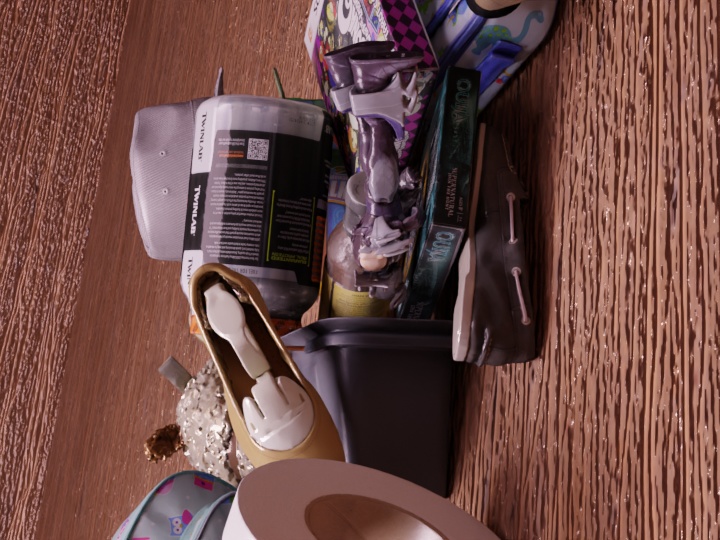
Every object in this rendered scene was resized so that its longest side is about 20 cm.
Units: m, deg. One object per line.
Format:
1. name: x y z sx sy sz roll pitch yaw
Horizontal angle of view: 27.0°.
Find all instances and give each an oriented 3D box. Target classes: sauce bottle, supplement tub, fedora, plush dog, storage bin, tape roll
1. sauce bottle: 0.000 0.000 1.271 0.201 0.064 0.065 100 171 -50
2. supplement tub: -0.090 -0.042 1.284 0.122 0.121 0.202 173 103 -71
3. fedora: -0.171 -0.089 1.415 0.177 0.089 0.202 144 123 -81
4. plush dog: -0.088 0.149 1.346 0.171 0.160 0.202 12 112 50
5. storage bin: -0.006 0.117 1.188 0.200 0.144 0.136 152 119 -67
6. tape roll: 0.010 0.186 0.964 0.203 0.201 0.037 -121 48 -65

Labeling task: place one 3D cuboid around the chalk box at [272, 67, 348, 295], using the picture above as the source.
1. chalk box: -0.066 -0.090 1.431 0.125 0.123 0.202 -105 15 -58

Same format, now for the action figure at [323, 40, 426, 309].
1. action figure: 0.018 -0.064 1.114 0.130 0.069 0.202 -109 13 -69

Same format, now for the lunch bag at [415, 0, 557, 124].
1. lunch bag: 0.087 -0.216 1.221 0.200 0.082 0.162 132 143 -58

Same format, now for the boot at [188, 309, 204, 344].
1. boot: -0.136 0.022 1.737 0.200 0.071 0.156 -137 61 -64

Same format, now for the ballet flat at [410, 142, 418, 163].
1. ballet flat: 0.028 -0.180 1.402 0.063 0.068 0.202 114 166 -72

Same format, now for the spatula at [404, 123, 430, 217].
1. spatula: 0.052 -0.107 1.334 0.057 0.020 0.202 92 -172 -70

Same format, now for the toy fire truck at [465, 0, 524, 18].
1. toy fire truck: 0.147 -0.298 1.058 0.129 0.198 0.177 59 -161 -60

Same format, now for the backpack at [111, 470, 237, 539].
1. backpack: -0.114 0.262 1.224 0.154 0.199 0.177 122 172 -56

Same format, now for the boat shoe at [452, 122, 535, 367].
1. boat shoe: 0.101 -0.017 1.091 0.067 0.056 0.202 102 176 -57

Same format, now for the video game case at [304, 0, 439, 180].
1. video game case: 0.005 -0.181 1.247 0.182 0.035 0.201 109 150 -54

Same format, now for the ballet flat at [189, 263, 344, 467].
1. ballet flat: -0.076 0.080 1.097 0.201 0.068 0.063 58 177 26

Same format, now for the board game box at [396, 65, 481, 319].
1. board game box: 0.059 -0.047 1.172 0.200 0.028 0.136 105 173 -64
